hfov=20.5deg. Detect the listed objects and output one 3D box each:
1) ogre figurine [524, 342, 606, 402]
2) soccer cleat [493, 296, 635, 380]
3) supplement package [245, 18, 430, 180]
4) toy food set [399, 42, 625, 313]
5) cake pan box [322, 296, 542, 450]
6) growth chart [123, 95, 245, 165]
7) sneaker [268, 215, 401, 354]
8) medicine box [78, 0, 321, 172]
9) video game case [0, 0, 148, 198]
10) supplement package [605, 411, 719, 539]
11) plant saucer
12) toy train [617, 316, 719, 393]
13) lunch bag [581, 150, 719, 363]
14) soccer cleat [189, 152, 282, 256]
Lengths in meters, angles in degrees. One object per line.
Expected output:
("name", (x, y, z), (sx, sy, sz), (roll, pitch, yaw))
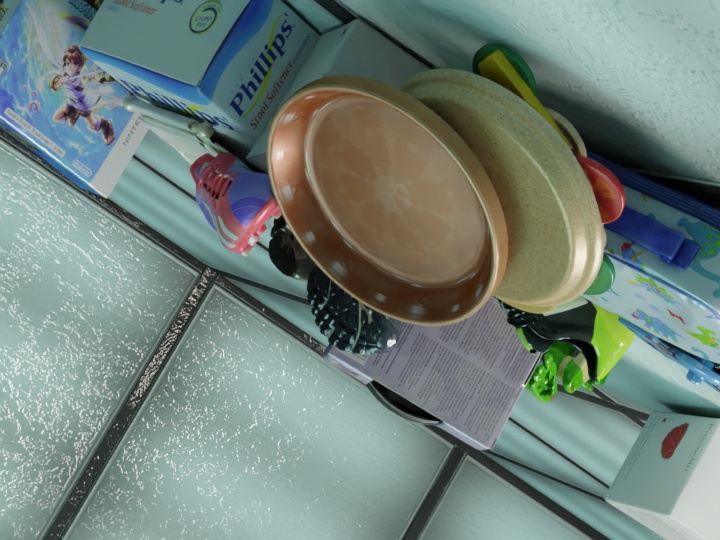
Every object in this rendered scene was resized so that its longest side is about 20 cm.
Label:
("ogre figurine", (0.177, 0.089, 2.134), (0.119, 0.099, 0.199), (32, -142, 31))
("soccer cleat", (0.145, 0.021, 1.708), (0.199, 0.081, 0.068), (32, 173, -6))
("supplement package", (0.033, -0.085, 1.545), (0.199, 0.122, 0.120), (34, 171, -13))
("toy food set", (0.099, -0.058, 1.394), (0.201, 0.049, 0.198), (54, 149, -5))
("cake pan box", (0.085, 0.048, 1.894), (0.183, 0.201, 0.052), (29, 170, -3))
("growth chart", (-0.117, -0.090, 1.711), (0.144, 0.018, 0.200), (24, 170, 39))
("sneaker", (0.000, 0.000, 1.615), (0.086, 0.078, 0.200), (6, -152, -28))
("medicine box", (-0.101, -0.160, 1.662), (0.181, 0.104, 0.200), (23, 169, 47))
("video game case", (-0.246, -0.189, 1.736), (0.045, 0.182, 0.200), (22, 169, 40))
("supplement package", (0.377, 0.239, 2.194), (0.119, 0.122, 0.200), (33, 172, -10))
("plant saucer", (0.020, -0.051, 1.408), (0.199, 0.032, 0.202), (25, 138, 25))
("toy train", (0.308, 0.067, 1.616), (0.199, 0.087, 0.114), (33, -179, -29))
("lunch bag", (0.214, -0.012, 1.461), (0.199, 0.083, 0.161), (27, 172, 31))
("soccer cleat", (-0.100, -0.059, 1.557), (0.076, 0.067, 0.200), (45, 177, -6))
